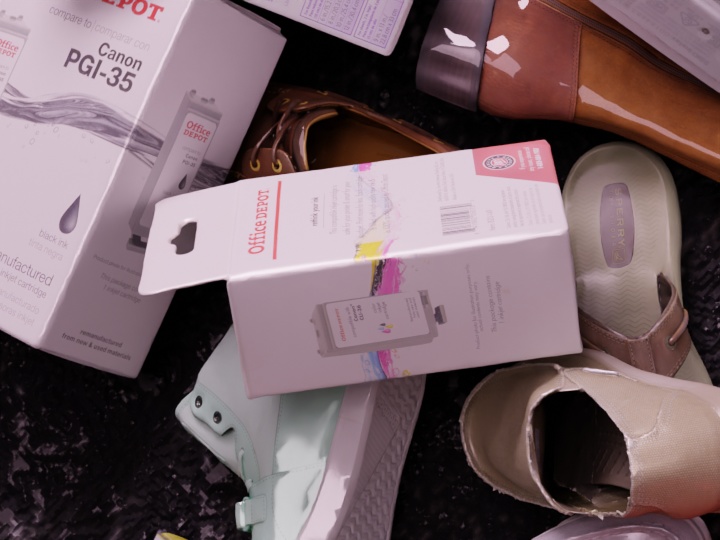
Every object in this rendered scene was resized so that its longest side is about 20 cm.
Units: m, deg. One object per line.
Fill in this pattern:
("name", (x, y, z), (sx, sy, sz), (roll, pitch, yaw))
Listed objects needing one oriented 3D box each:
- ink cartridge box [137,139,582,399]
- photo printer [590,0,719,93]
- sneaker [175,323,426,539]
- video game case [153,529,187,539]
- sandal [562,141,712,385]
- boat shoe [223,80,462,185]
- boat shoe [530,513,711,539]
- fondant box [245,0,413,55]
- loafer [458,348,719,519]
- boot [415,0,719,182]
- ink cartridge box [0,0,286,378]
("ink cartridge box", (0.000, 0.000, 0.984), (0.199, 0.117, 0.068), (-7, 115, 4))
("photo printer", (0.193, -0.199, 1.033), (0.166, 0.069, 0.200), (34, 63, -4))
("sneaker", (-0.047, 0.118, 1.033), (0.118, 0.074, 0.201), (14, 84, 34))
("video game case", (-0.100, 0.239, 0.945), (0.200, 0.025, 0.181), (-63, 28, 0))
("sandal", (0.130, 0.026, 1.020), (0.080, 0.057, 0.201), (-11, 69, 10))
("boat shoe", (-0.027, -0.067, 1.086), (0.200, 0.068, 0.072), (16, 76, 19))
("boat shoe", (0.071, 0.163, 0.964), (0.200, 0.069, 0.072), (-17, 86, 9))
("fondant box", (-0.062, -0.191, 1.060), (0.200, 0.144, 0.058), (20, 113, -4))
("loafer", (0.100, 0.076, 0.952), (0.068, 0.200, 0.076), (-3, 90, -31))
("boot", (0.150, -0.141, 1.068), (0.200, 0.069, 0.189), (17, 54, 10))
("ink cartridge box", (-0.149, -0.065, 1.073), (0.146, 0.083, 0.200), (24, 90, 37))
